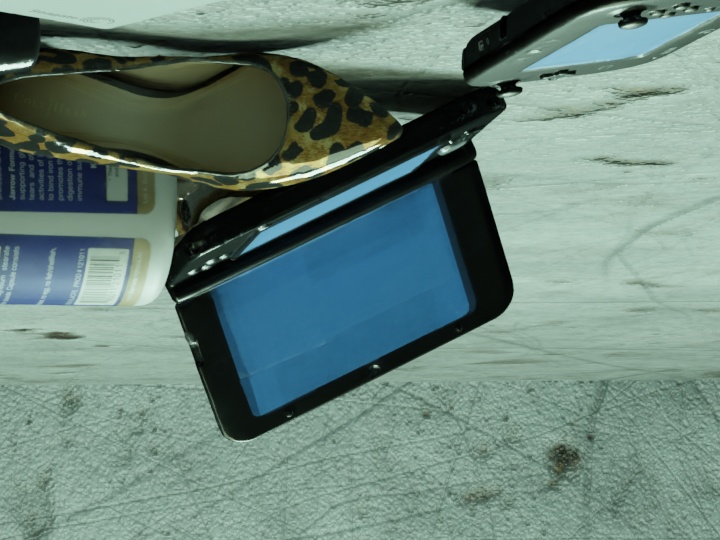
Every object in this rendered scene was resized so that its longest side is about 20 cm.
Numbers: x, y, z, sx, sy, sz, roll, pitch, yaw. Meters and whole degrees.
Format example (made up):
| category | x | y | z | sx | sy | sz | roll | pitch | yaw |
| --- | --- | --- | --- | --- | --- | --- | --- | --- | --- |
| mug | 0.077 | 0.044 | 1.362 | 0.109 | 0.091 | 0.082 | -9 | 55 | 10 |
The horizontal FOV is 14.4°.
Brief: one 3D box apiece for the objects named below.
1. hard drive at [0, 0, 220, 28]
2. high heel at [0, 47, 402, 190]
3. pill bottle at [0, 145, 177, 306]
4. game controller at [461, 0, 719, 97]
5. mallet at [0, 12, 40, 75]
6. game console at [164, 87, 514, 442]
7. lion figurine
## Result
| category | x | y | z | sx | sy | sz | roll | pitch | yaw |
| --- | --- | --- | --- | --- | --- | --- | --- | --- | --- |
| hard drive | -0.086 | -0.134 | 1.156 | 0.132 | 0.027 | 0.200 | 6 | 171 | -44 |
| high heel | -0.089 | -0.075 | 1.405 | 0.199 | 0.072 | 0.143 | 6 | -175 | 16 |
| pill bottle | -0.207 | -0.039 | 1.545 | 0.199 | 0.116 | 0.116 | 2 | 173 | -17 |
| game controller | 0.118 | -0.113 | 1.295 | 0.104 | 0.042 | 0.200 | 1 | 173 | -16 |
| mallet | -0.194 | -0.066 | 1.347 | 0.066 | 0.041 | 0.200 | -9 | 150 | -19 |
| game console | 0.000 | 0.000 | 1.603 | 0.199 | 0.117 | 0.176 | -27 | 177 | -14 |
| lion figurine | -0.067 | -0.052 | 1.652 | 0.122 | 0.073 | 0.200 | -12 | 173 | -28 |
